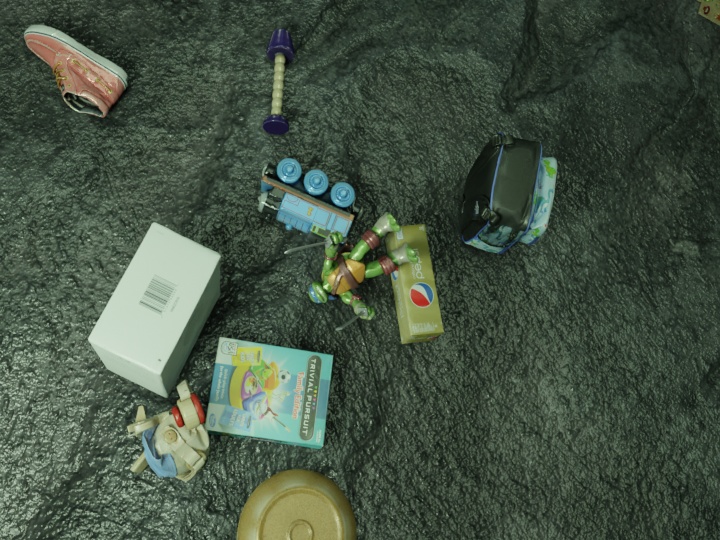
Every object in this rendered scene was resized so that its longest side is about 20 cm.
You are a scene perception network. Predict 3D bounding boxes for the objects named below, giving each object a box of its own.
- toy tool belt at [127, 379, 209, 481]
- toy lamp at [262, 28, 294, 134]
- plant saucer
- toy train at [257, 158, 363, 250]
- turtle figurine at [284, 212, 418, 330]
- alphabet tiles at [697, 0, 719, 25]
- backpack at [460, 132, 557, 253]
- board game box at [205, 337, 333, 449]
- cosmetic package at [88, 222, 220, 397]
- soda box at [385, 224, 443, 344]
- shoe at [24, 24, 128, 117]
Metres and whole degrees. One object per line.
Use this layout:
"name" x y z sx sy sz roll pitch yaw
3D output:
"toy tool belt" -0.293 0.255 1.143 0.121 0.201 0.127 -22 69 -20
"toy lamp" -0.155 -0.363 1.448 0.057 0.058 0.205 3 72 -11
"plant saucer" -0.098 0.422 1.219 0.195 0.035 0.206 4 72 -11
"toy train" -0.095 -0.118 1.370 0.196 0.087 0.117 23 75 -4
"turtle figurine" 0.000 0.000 1.275 0.192 0.200 0.145 -35 73 -4
"alphabet tiles" 0.861 -0.659 1.798 0.164 0.008 0.203 26 69 -4
"backpack" 0.265 -0.125 1.389 0.143 0.200 0.187 14 72 -8
"board game box" -0.151 0.205 1.271 0.195 0.047 0.155 9 71 -9
"cosmetic package" -0.314 0.068 1.197 0.121 0.200 0.203 24 68 -1
"soda box" 0.095 0.025 1.373 0.062 0.068 0.205 -4 73 -14
"shoe" -0.520 -0.353 1.354 0.197 0.072 0.092 27 63 -8
